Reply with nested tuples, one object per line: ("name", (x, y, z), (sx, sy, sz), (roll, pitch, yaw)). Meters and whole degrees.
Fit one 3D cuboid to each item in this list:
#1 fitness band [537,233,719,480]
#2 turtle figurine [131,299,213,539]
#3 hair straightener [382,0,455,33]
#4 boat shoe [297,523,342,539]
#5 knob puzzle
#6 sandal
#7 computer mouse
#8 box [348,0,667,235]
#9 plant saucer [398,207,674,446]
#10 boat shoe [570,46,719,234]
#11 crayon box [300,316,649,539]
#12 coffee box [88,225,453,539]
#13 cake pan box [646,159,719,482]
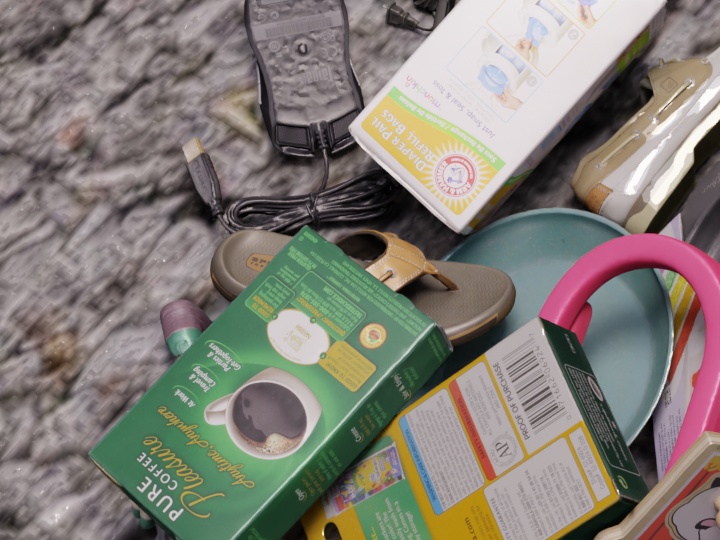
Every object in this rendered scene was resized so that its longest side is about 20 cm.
("fitness band", (0.157, 0.076, 1.369), (0.143, 0.037, 0.201), (15, 85, 43))
("turtle figurine", (-0.079, 0.103, 1.470), (0.149, 0.101, 0.201), (-6, 55, 0))
("hair straightener", (0.053, -0.199, 1.630), (0.076, 0.041, 0.201), (-2, 64, 7))
("boat shoe", (-0.020, 0.204, 1.422), (0.064, 0.071, 0.201), (26, 69, 20))
("knob puzzle", (0.220, 0.182, 1.340), (0.218, 0.220, 0.031), (-17, 48, -1))
("sandal", (0.000, 0.000, 1.466), (0.199, 0.055, 0.082), (14, 44, 12))
("computer mouse", (-0.061, -0.111, 1.602), (0.140, 0.046, 0.201), (-16, 74, -5))
("box", (0.098, -0.128, 1.508), (0.101, 0.112, 0.200), (42, 93, 6))
("plant saucer", (0.114, 0.058, 1.469), (0.199, 0.036, 0.201), (-14, 61, 26))
("boat shoe", (0.219, -0.113, 1.545), (0.068, 0.075, 0.200), (35, 73, 16))
("crayon box", (0.064, 0.136, 1.364), (0.200, 0.051, 0.126), (-36, 59, 22))
("coffee box", (-0.055, 0.081, 1.383), (0.123, 0.044, 0.200), (36, 77, 32))
("cake pan box", (0.243, 0.016, 1.403), (0.052, 0.184, 0.201), (20, 48, -22))
